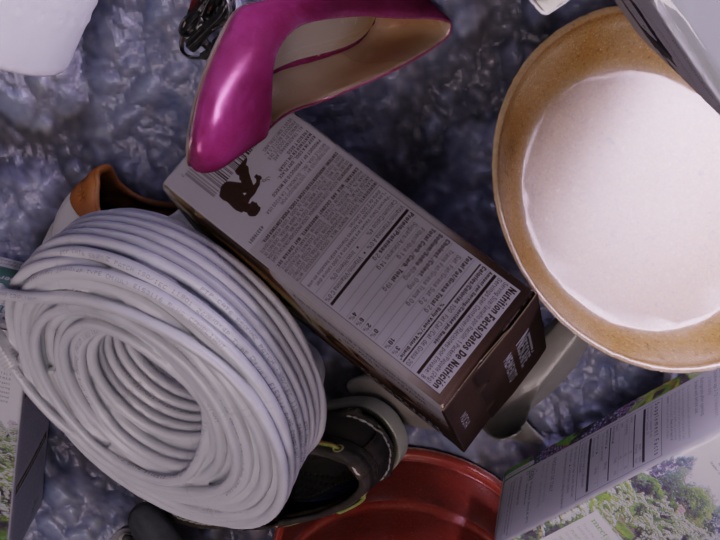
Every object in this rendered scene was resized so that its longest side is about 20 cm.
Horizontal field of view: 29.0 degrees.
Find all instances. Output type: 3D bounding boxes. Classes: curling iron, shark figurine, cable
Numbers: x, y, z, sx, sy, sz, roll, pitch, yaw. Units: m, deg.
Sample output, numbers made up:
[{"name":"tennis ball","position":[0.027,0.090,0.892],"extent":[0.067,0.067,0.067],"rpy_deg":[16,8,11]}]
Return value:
[{"name":"curling iron","position":[-0.054,-0.203,0.766],"extent":[0.050,0.025,0.202],"rpy_deg":[42,119,30]},{"name":"shark figurine","position":[0.100,0.056,0.842],"extent":[0.128,0.090,0.215],"rpy_deg":[38,119,-12]},{"name":"cable","position":[-0.112,0.058,0.797],"extent":[0.198,0.069,0.201],"rpy_deg":[-10,120,43]}]

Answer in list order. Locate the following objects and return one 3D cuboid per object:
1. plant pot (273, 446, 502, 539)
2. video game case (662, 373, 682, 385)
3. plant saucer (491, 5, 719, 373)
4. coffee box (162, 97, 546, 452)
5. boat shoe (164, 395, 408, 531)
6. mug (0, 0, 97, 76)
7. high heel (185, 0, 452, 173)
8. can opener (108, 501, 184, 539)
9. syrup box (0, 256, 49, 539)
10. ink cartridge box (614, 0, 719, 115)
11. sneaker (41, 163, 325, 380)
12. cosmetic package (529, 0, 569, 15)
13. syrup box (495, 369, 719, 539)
[{"name":"plant pot","position":[0.022,0.253,0.890],"extent":[0.198,0.196,0.203],"rpy_deg":[4,117,7]},{"name":"video game case","position":[0.276,0.095,0.864],"extent":[0.179,0.023,0.202],"rpy_deg":[6,118,7]},{"name":"plant saucer","position":[0.159,-0.043,0.753],"extent":[0.199,0.202,0.035],"rpy_deg":[31,163,-7]},{"name":"coffee box","position":[0.000,0.000,0.765],"extent":[0.199,0.113,0.080],"rpy_deg":[38,81,18]},{"name":"boat shoe","position":[-0.064,0.133,0.906],"extent":[0.200,0.061,0.072],"rpy_deg":[-21,103,34]},{"name":"mug","position":[-0.206,-0.222,0.707],"extent":[0.198,0.148,0.177],"rpy_deg":[21,107,-24]},{"name":"high heel","position":[-0.019,-0.101,0.718],"extent":[0.095,0.201,0.068],"rpy_deg":[21,126,6]},{"name":"can opener","position":[-0.104,0.252,0.960],"extent":[0.200,0.053,0.066],"rpy_deg":[49,154,1]},{"name":"syrup box","position":[-0.253,0.093,0.927],"extent":[0.078,0.082,0.202],"rpy_deg":[13,118,1]},{"name":"ink cartridge box","position":[0.188,-0.159,0.638],"extent":[0.145,0.200,0.084],"rpy_deg":[-37,109,12]},{"name":"sneaker","position":[-0.099,0.009,0.859],"extent":[0.199,0.073,0.085],"rpy_deg":[32,121,-5]},{"name":"cosmetic package","position":[0.106,-0.202,0.640],"extent":[0.103,0.201,0.073],"rpy_deg":[-34,108,24]},{"name":"syrup box","position":[0.182,0.128,0.831],"extent":[0.199,0.082,0.079],"rpy_deg":[-34,106,26]}]
